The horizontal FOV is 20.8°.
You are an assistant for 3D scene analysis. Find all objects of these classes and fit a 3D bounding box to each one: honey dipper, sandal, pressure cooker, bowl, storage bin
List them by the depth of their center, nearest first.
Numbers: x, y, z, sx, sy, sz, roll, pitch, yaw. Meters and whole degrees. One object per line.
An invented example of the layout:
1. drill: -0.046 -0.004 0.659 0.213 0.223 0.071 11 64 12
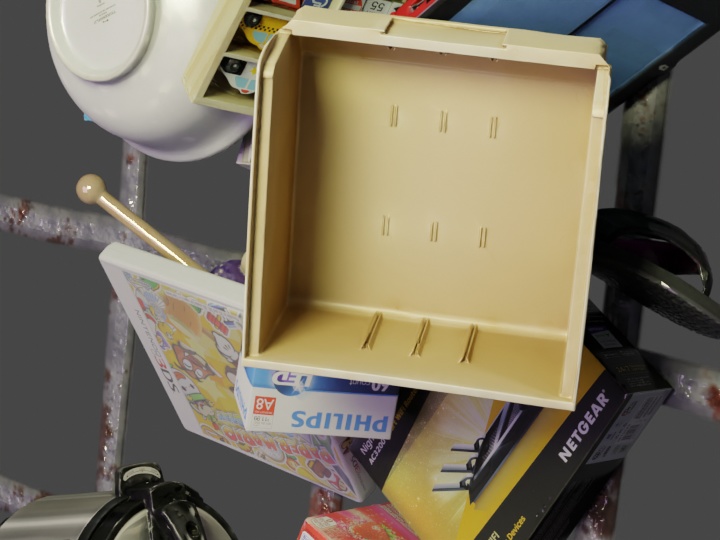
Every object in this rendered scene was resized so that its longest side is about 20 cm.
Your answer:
1. storage bin: 0.041 -0.040 1.148 0.198 0.094 0.200 7 112 8
2. sandal: 0.165 -0.016 1.221 0.200 0.075 0.048 32 86 39
3. bowl: -0.147 -0.174 1.320 0.200 0.090 0.203 3 95 36
4. honey dipper: -0.131 -0.004 1.435 0.199 0.038 0.038 37 119 7
5. pressure cooker: -0.180 0.251 1.493 0.199 0.179 0.176 -8 130 43

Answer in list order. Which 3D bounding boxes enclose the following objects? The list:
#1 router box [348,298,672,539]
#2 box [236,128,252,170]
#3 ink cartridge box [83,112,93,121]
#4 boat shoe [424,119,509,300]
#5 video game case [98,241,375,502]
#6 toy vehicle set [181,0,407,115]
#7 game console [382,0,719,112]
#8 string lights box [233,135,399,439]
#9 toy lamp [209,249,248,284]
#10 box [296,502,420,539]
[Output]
1. router box: 0.095 0.099 1.303 0.157 0.052 0.201 48 123 31
2. box: -0.037 -0.161 1.375 0.039 0.041 0.202 0 72 46
3. ink cartridge box: -0.111 -0.204 1.430 0.125 0.128 0.202 11 101 42
4. boat shoe: 0.063 -0.015 1.242 0.073 0.061 0.201 47 127 41
5. video game case: -0.091 0.074 1.429 0.199 0.023 0.183 17 141 42
6. toy vehicle set: -0.005 -0.150 1.284 0.125 0.199 0.027 -60 39 28
7. game console: 0.128 -0.153 1.177 0.200 0.176 0.031 -36 44 39
8. string lights box: -0.017 0.005 1.272 0.059 0.102 0.202 -119 36 -65
9. toy lamp: -0.048 -0.057 1.429 0.058 0.058 0.201 52 124 28
10. box: 0.040 0.257 1.334 0.200 0.095 0.100 36 116 36
